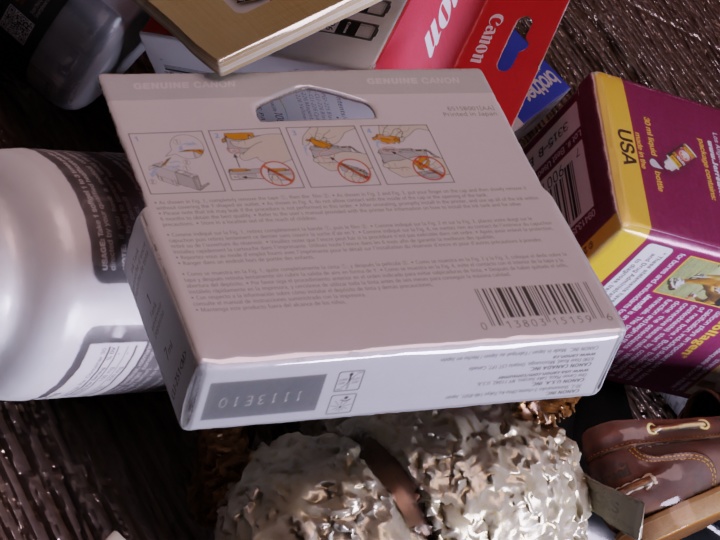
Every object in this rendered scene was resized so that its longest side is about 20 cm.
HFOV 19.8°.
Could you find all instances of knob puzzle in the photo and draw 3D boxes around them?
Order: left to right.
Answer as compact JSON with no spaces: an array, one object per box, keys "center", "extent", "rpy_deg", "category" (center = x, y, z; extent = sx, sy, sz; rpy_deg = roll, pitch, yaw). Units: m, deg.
[{"center":[-0.041,-0.174,1.018],"extent":[0.217,0.031,0.221],"rpy_deg":[-6,43,5],"category":"knob puzzle"}]

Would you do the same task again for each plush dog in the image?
[{"center":[0.015,0.115,0.941],"extent":[0.171,0.161,0.201],"rpy_deg":[-25,68,-30],"category":"plush dog"}]

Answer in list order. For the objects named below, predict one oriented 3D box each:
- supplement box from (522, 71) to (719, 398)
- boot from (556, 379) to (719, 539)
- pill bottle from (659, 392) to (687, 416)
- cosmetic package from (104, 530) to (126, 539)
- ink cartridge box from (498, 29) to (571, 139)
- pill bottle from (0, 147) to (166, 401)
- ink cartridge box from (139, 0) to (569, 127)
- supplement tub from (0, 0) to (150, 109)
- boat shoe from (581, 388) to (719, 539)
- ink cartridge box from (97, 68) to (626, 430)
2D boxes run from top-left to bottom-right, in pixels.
[{"center":[0.176,-0.009,1.101],"extent":[0.198,0.131,0.104],"rpy_deg":[14,51,-27],"category":"supplement box"},{"center":[0.158,0.116,1.136],"extent":[0.162,0.073,0.199],"rpy_deg":[31,41,-11],"category":"boot"},{"center":[0.236,0.053,1.254],"extent":[0.111,0.112,0.201],"rpy_deg":[-14,62,-52],"category":"pill bottle"},{"center":[-0.063,0.209,0.794],"extent":[0.200,0.071,0.105],"rpy_deg":[44,32,3],"category":"cosmetic package"},{"center":[0.057,-0.111,1.322],"extent":[0.094,0.044,0.200],"rpy_deg":[46,32,4],"category":"ink cartridge box"},{"center":[-0.129,0.002,0.932],"extent":[0.199,0.111,0.111],"rpy_deg":[0,51,-47],"category":"pill bottle"},{"center":[0.012,-0.154,1.066],"extent":[0.174,0.084,0.201],"rpy_deg":[11,56,22],"category":"ink cartridge box"},{"center":[-0.188,-0.191,1.087],"extent":[0.200,0.123,0.123],"rpy_deg":[41,32,-1],"category":"supplement tub"},{"center":[0.192,0.093,1.077],"extent":[0.199,0.070,0.071],"rpy_deg":[-6,65,-47],"category":"boat shoe"},{"center":[-0.007,-0.016,0.904],"extent":[0.198,0.044,0.174],"rpy_deg":[-3,46,-24],"category":"ink cartridge box"}]
